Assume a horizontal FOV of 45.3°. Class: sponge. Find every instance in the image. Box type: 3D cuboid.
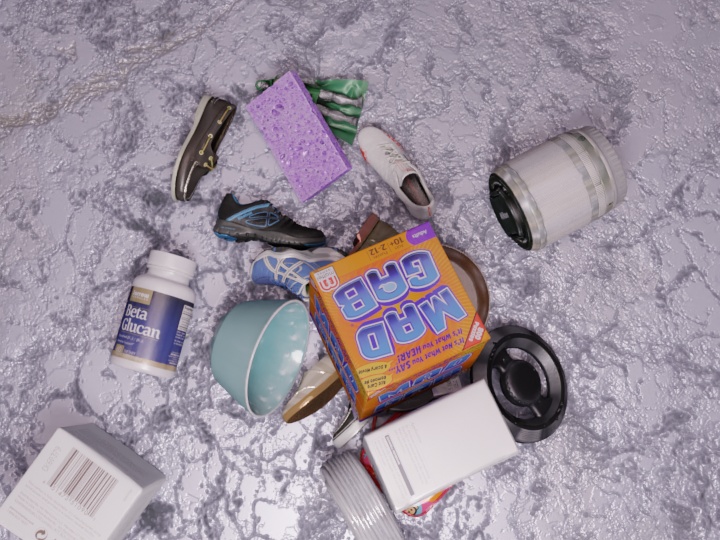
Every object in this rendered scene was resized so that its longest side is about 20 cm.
[{"bbox_3d":[-0.108,-0.234,1.518,0.111,0.030,0.201,-31,88,25],"label":"sponge"}]

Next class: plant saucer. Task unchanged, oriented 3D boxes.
[{"bbox_3d":[0.127,0.055,1.514,0.198,0.032,0.203,0,81,-1],"label":"plant saucer"}]

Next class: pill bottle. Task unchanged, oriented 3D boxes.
[{"bbox_3d":[-0.343,0.073,1.460,0.110,0.111,0.202,14,82,1],"label":"pill bottle"}]

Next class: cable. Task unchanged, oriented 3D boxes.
[{"bbox_3d":[0.008,0.384,1.379,0.069,0.200,0.201,-30,80,-10],"label":"cable"}]

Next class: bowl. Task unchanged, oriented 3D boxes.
[{"bbox_3d":[-0.177,0.131,1.430,0.104,0.201,0.203,17,81,20],"label":"bowl"}]

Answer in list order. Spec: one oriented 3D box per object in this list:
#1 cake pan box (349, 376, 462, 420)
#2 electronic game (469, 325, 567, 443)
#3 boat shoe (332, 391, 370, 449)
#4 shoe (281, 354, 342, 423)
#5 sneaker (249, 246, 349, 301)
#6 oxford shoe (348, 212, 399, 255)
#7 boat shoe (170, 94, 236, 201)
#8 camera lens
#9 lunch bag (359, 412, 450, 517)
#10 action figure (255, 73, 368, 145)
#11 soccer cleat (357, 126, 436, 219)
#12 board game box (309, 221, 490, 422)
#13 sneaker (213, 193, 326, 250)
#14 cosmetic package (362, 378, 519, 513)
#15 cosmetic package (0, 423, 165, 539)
[{"bbox_3d":[0.057,0.138,1.437,0.182,0.052,0.202,-12,71,-5],"label":"cake pan box"},{"bbox_3d":[0.269,0.191,1.459,0.198,0.042,0.202,11,66,-26],"label":"electronic game"},{"bbox_3d":[0.008,0.212,1.473,0.064,0.071,0.200,39,75,3],"label":"boat shoe"},{"bbox_3d":[-0.061,0.184,1.477,0.200,0.070,0.053,-39,65,-14],"label":"shoe"},{"bbox_3d":[-0.110,0.008,1.456,0.198,0.076,0.078,-5,61,33],"label":"sneaker"},{"bbox_3d":[0.000,0.000,1.500,0.073,0.071,0.201,30,82,0],"label":"oxford shoe"},{"bbox_3d":[-0.277,-0.212,1.521,0.060,0.072,0.203,17,79,5],"label":"boat shoe"},{"bbox_3d":[0.331,-0.139,1.481,0.199,0.160,0.161,-27,83,-5],"label":"camera lens"},{"bbox_3d":[0.097,0.293,1.458,0.200,0.082,0.176,-44,82,-9],"label":"lunch bag"},{"bbox_3d":[-0.095,-0.308,1.552,0.198,0.055,0.119,15,85,5],"label":"action figure"},{"bbox_3d":[0.066,-0.177,1.518,0.068,0.085,0.201,-35,84,-6],"label":"soccer cleat"},{"bbox_3d":[0.050,0.083,1.324,0.198,0.200,0.201,-23,72,-12],"label":"board game box"},{"bbox_3d":[-0.155,-0.084,1.506,0.198,0.073,0.083,10,80,-1],"label":"sneaker"},{"bbox_3d":[0.114,0.269,1.318,0.198,0.200,0.124,-23,77,-7],"label":"cosmetic package"},{"bbox_3d":[-0.436,0.358,1.372,0.164,0.200,0.166,35,82,4],"label":"cosmetic package"}]
